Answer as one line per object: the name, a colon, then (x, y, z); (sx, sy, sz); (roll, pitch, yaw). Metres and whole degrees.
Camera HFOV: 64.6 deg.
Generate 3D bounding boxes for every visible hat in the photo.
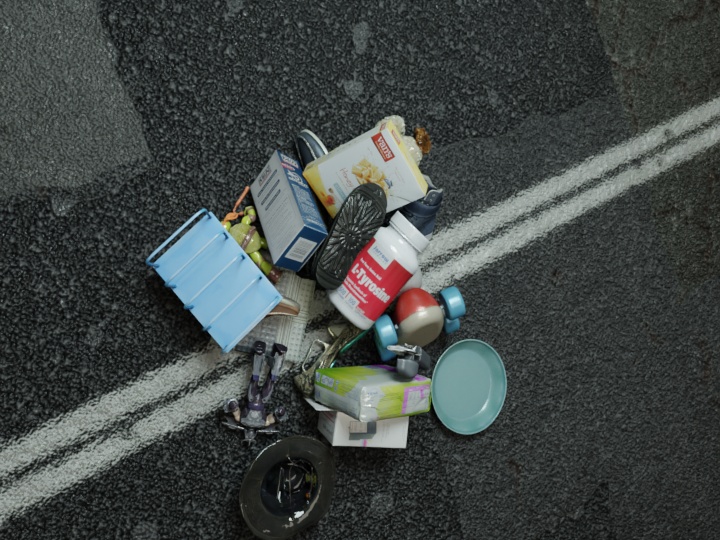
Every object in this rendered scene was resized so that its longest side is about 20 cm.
hat: (-0.147, 0.405, 1.097); (0.194, 0.080, 0.210); (-2, 93, -28)

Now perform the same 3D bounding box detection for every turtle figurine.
turtle figurine: (-0.203, -0.058, 1.064); (0.158, 0.064, 0.205); (29, 58, -10)

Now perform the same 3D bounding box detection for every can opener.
can opener: (0.095, 0.180, 1.101); (0.051, 0.200, 0.070); (3, 74, 18)

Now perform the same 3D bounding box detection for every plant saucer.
plant saucer: (0.235, 0.255, 1.266); (0.193, 0.036, 0.209); (0, 89, -21)

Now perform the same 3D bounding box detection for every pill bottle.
pill bottle: (0.035, -0.002, 1.047); (0.111, 0.113, 0.201); (38, 98, -15)

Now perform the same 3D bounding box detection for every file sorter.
file sorter: (-0.242, 0.018, 0.955); (0.138, 0.123, 0.201); (-42, 94, -9)

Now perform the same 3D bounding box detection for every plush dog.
plush dog: (0.054, -0.213, 1.133); (0.197, 0.171, 0.164); (-33, 100, -18)

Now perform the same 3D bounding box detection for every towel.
towel: (-0.187, 0.063, 1.117); (0.186, 0.034, 0.208); (14, 86, -17)

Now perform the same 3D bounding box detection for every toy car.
toy car: (0.091, 0.048, 1.175); (0.179, 0.178, 0.205); (-20, 68, -6)

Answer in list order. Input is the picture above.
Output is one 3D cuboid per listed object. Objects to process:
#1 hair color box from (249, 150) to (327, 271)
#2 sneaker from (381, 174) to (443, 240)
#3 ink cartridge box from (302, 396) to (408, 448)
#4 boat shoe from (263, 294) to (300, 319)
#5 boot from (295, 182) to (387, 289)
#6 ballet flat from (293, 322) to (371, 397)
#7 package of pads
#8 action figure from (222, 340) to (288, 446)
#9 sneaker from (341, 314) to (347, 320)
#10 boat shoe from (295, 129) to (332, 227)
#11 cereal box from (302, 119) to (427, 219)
hair color box: (-0.134, -0.110, 1.038); (0.059, 0.204, 0.100); (17, 127, -43)
sneaker: (0.080, -0.113, 1.121); (0.198, 0.149, 0.077); (-21, 54, -34)
ink cartridge box: (-0.015, 0.299, 1.127); (0.193, 0.117, 0.070); (9, 88, -20)
boat shoe: (-0.209, 0.070, 1.059); (0.192, 0.076, 0.075); (10, 91, -8)
boot: (-0.046, -0.071, 1.056); (0.079, 0.157, 0.214); (36, 85, -23)
ballet flat: (-0.061, 0.159, 1.146); (0.075, 0.068, 0.201); (40, 77, 6)
package of pads: (0.028, 0.232, 1.092); (0.195, 0.152, 0.071); (4, 93, -41)
action figure: (-0.194, 0.239, 1.076); (0.126, 0.069, 0.208); (10, 100, -25)
sneaker: (0.000, 0.000, 1.157); (0.071, 0.082, 0.209); (-1, 88, -18)
boat shoe: (-0.086, -0.175, 1.135); (0.061, 0.074, 0.206); (-31, 108, -29)
cereal box: (0.008, -0.167, 1.044); (0.145, 0.195, 0.040); (53, 36, -25)
